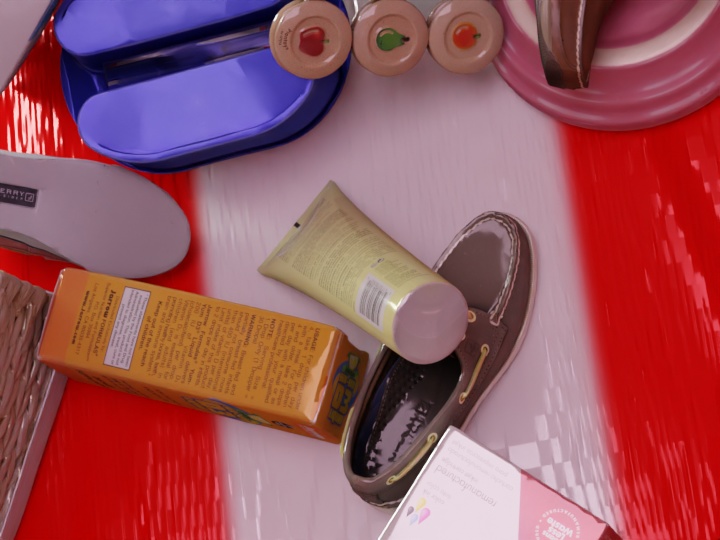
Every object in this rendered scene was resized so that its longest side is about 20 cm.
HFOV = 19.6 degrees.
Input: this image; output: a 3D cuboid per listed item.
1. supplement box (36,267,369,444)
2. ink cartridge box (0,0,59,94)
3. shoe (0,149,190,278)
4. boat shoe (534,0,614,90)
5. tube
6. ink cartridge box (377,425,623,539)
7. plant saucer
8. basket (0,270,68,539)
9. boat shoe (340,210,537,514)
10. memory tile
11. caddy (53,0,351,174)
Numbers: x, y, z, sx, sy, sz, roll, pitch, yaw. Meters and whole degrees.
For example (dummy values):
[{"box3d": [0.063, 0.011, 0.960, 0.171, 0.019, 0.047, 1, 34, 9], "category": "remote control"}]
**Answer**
[{"box3d": [-0.100, 0.053, 1.322, 0.198, 0.067, 0.069, 10, 77, 20], "category": "supplement box"}, {"box3d": [-0.238, -0.182, 1.391, 0.068, 0.200, 0.116, 31, 96, -11], "category": "ink cartridge box"}, {"box3d": [-0.212, -0.044, 1.386, 0.198, 0.091, 0.072, 13, 90, -9], "category": "shoe"}, {"box3d": [0.148, -0.209, 1.265, 0.073, 0.076, 0.202, 5, 75, 13], "category": "boat shoe"}, {"box3d": [0.000, 0.000, 1.280, 0.058, 0.052, 0.200, -13, 23, -23], "category": "tube"}, {"box3d": [0.053, 0.210, 1.226, 0.116, 0.067, 0.201, 30, 84, 23], "category": "ink cartridge box"}, {"box3d": [0.165, -0.190, 1.321, 0.199, 0.051, 0.202, -5, 72, 16], "category": "plant saucer"}, {"box3d": [-0.283, 0.085, 1.338, 0.135, 0.123, 0.202, 13, 77, 19], "category": "basket"}, {"box3d": [0.049, 0.051, 1.278, 0.072, 0.060, 0.203, 23, 82, 22], "category": "boat shoe"}, {"box3d": [0.022, -0.216, 1.273, 0.152, 0.017, 0.202, -2, 110, -14], "category": "memory tile"}, {"box3d": [-0.106, -0.142, 1.363, 0.198, 0.105, 0.143, -13, 90, 7], "category": "caddy"}]
